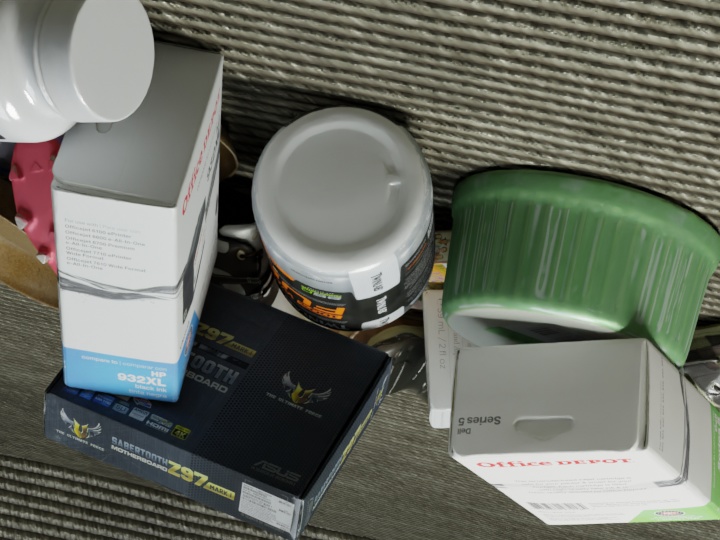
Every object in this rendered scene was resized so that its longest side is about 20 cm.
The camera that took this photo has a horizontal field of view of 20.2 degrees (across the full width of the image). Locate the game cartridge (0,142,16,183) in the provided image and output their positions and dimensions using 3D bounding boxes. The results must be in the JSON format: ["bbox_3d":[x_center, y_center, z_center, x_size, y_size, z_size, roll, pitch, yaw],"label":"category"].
[{"bbox_3d":[-0.313,-0.090,1.641,0.133,0.041,0.200,7,165,11],"label":"game cartridge"}]

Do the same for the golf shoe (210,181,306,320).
[{"bbox_3d":[-0.090,-0.001,1.498,0.094,0.078,0.200,-24,123,37],"label":"golf shoe"}]

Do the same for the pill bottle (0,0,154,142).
[{"bbox_3d":[-0.230,-0.135,1.238,0.199,0.112,0.111,5,163,30],"label":"pill bottle"}]

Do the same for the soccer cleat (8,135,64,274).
[{"bbox_3d":[-0.200,-0.021,1.510,0.067,0.076,0.201,-13,110,30],"label":"soccer cleat"}]

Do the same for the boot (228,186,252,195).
[{"bbox_3d":[-0.150,-0.036,1.640,0.138,0.078,0.200,0,-179,-11],"label":"boot"}]

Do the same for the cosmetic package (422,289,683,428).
[{"bbox_3d":[0.151,0.067,1.583,0.199,0.102,0.074,-4,164,2],"label":"cosmetic package"}]

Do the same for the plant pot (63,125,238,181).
[{"bbox_3d":[-0.182,-0.111,1.456,0.199,0.028,0.200,12,165,3],"label":"plant pot"}]

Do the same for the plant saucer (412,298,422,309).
[{"bbox_3d":[0.101,0.040,1.746,0.199,0.032,0.200,13,167,3],"label":"plant saucer"}]

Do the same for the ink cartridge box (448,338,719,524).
[{"bbox_3d":[0.167,0.119,1.447,0.145,0.084,0.200,-5,158,24],"label":"ink cartridge box"}]

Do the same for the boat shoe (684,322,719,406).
[{"bbox_3d":[0.296,0.080,1.652,0.200,0.066,0.072,0,160,43],"label":"boat shoe"}]

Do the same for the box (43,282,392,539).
[{"bbox_3d":[-0.098,0.087,1.414,0.199,0.158,0.051,22,133,13],"label":"box"}]

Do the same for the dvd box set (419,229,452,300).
[{"bbox_3d":[0.000,0.000,1.604,0.199,0.030,0.146,-2,168,18],"label":"dvd box set"}]

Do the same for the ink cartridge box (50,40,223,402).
[{"bbox_3d":[-0.145,-0.033,1.338,0.083,0.145,0.200,10,139,3],"label":"ink cartridge box"}]

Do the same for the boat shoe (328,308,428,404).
[{"bbox_3d":[0.041,0.060,1.690,0.074,0.076,0.200,42,-168,26],"label":"boat shoe"}]

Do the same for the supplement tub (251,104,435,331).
[{"bbox_3d":[-0.008,-0.029,1.413,0.122,0.123,0.200,12,165,7],"label":"supplement tub"}]

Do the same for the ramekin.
[{"bbox_3d":[0.153,0.009,1.450,0.199,0.098,0.200,13,166,3],"label":"ramekin"}]

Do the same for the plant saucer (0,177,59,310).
[{"bbox_3d":[-0.287,-0.034,1.611,0.200,0.036,0.200,28,162,10],"label":"plant saucer"}]

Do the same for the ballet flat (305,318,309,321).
[{"bbox_3d":[-0.068,0.057,1.650,0.073,0.073,0.200,13,167,3],"label":"ballet flat"}]
